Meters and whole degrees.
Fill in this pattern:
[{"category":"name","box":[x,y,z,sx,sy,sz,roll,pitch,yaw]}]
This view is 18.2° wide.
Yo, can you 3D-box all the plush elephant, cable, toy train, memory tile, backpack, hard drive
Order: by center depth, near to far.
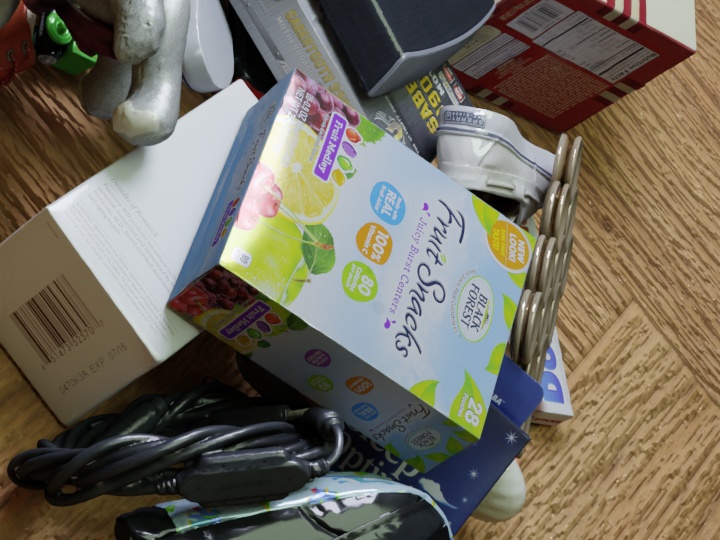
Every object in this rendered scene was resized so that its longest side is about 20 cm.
[{"category":"cable","box":[-0.112,0.099,1.339,0.199,0.163,0.051,-7,104,-10]},{"category":"backpack","box":[-0.036,0.192,1.350,0.199,0.154,0.164,-16,96,-8]},{"category":"plush elephant","box":[-0.184,-0.183,1.364,0.154,0.201,0.165,9,16,-19]},{"category":"toy train","box":[-0.191,-0.227,1.522,0.056,0.042,0.201,23,63,-40]},{"category":"hard drive","box":[0.029,-0.204,1.571,0.135,0.042,0.200,63,29,-6]},{"category":"memory tile","box":[0.127,0.016,1.577,0.017,0.154,0.201,11,50,10]}]

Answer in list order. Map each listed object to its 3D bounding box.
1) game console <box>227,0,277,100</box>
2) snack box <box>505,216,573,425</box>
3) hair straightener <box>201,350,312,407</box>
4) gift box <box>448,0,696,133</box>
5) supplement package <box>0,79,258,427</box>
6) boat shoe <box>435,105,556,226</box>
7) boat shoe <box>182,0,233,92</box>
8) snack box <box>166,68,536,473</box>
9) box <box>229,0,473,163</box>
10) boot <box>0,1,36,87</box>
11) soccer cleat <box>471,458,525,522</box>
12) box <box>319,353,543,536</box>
[{"category":"game console","box":[-0.033,-0.186,1.628,0.177,0.031,0.201,30,47,-46]},{"category":"snack box","box":[0.107,0.016,1.666,0.072,0.024,0.201,11,60,-38]},{"category":"hair straightener","box":[-0.009,0.114,1.472,0.200,0.077,0.041,41,21,-14]},{"category":"gift box","box":[0.144,-0.248,1.738,0.200,0.184,0.188,27,53,-34]},{"category":"supplement package","box":[-0.129,-0.013,1.415,0.118,0.117,0.200,53,45,-3]},{"category":"boat shoe","box":[0.097,-0.060,1.604,0.200,0.071,0.070,32,68,-71]},{"category":"boat shoe","box":[-0.127,-0.175,1.505,0.200,0.065,0.072,-100,171,-52]},{"category":"snack box","box":[0.000,0.000,1.385,0.200,0.068,0.169,35,49,-19]},{"category":"box","box":[-0.009,-0.161,1.571,0.201,0.048,0.158,59,29,-12]},{"category":"boot","box":[-0.250,-0.131,1.414,0.107,0.075,0.201,25,51,-34]},{"category":"soccer cleat","box":[0.030,0.099,1.519,0.200,0.069,0.078,48,26,2]},{"category":"box","box":[0.024,0.121,1.451,0.121,0.032,0.200,40,82,-15]}]
